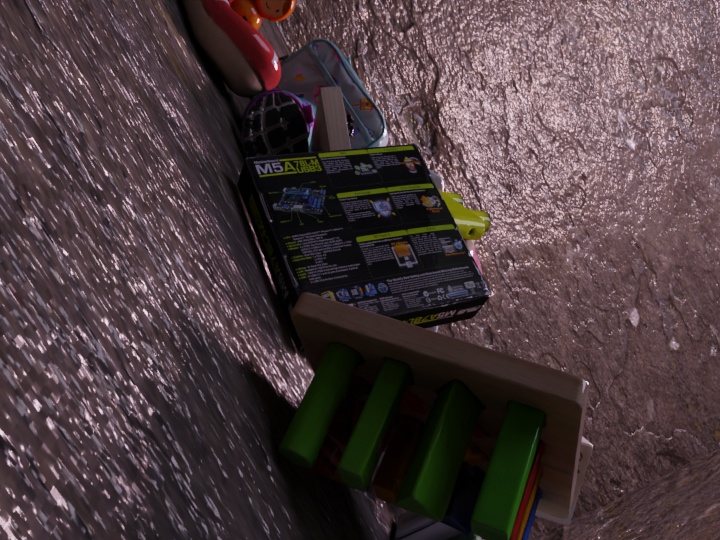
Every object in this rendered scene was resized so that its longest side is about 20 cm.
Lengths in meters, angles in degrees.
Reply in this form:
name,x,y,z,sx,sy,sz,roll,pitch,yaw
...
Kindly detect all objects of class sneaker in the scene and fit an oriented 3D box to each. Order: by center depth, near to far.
name,x,y,z,sx,sy,sz,roll,pitch,yaw
sneaker,-0.085,-0.104,0.933,0.085,0.075,0.204,90,-14,-77

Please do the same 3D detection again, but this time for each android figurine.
name,x,y,z,sx,sy,sz,roll,pitch,yaw
android figurine,0.082,-0.089,1.087,0.197,0.042,0.182,7,24,-38

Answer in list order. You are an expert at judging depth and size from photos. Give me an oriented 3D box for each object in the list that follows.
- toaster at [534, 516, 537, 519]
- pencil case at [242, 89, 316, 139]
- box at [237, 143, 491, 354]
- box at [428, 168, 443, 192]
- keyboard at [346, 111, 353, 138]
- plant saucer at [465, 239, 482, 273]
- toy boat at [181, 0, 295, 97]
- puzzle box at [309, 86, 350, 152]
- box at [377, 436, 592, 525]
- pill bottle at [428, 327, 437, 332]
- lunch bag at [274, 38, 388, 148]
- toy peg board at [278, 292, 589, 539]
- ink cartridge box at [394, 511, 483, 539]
name,x,y,z,sx,sy,sz,roll,pitch,yaw
toaster,0.114,0.225,0.939,0.202,0.127,0.114,62,5,-25
pencil case,-0.095,-0.190,1.059,0.200,0.090,0.087,-75,155,-80
box,0.002,-0.030,0.781,0.195,0.197,0.048,64,-32,27
box,0.052,-0.063,1.299,0.200,0.128,0.203,-126,-155,-65
keyboard,-0.022,-0.126,0.991,0.200,0.020,0.130,-142,-132,-76
plant saucer,0.075,-0.039,1.082,0.197,0.052,0.201,18,20,-7
toy boat,-0.139,-0.315,1.001,0.202,0.129,0.131,67,7,32
puzzle box,-0.037,-0.106,0.958,0.200,0.025,0.136,114,-32,-69
box,0.104,0.162,0.764,0.196,0.079,0.095,18,2,-6
pill bottle,0.032,0.033,1.108,0.121,0.118,0.201,61,6,-22
lunch bag,-0.057,-0.237,1.211,0.202,0.159,0.077,56,5,8
toy peg board,0.043,0.134,0.564,0.099,0.197,0.201,-61,156,-28
ink cartridge box,0.090,0.282,0.680,0.148,0.083,0.200,64,5,3
